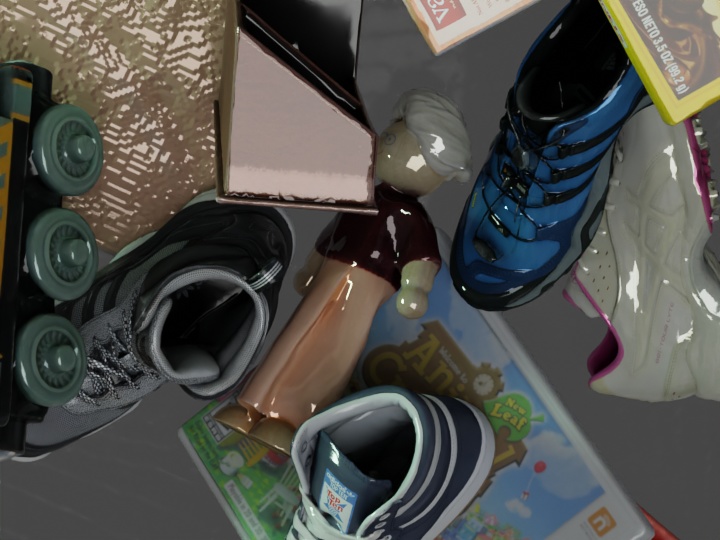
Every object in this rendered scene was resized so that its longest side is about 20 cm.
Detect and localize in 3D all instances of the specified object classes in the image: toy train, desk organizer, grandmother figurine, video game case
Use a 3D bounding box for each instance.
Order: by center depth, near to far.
[{"bbox_3d":[-0.031,-0.091,1.010,0.071,0.200,0.078,4,106,-6],"label":"desk organizer"},{"bbox_3d":[-0.189,-0.011,1.039,0.085,0.114,0.202,-5,76,37],"label":"toy train"},{"bbox_3d":[0.000,0.000,1.091,0.060,0.121,0.201,32,80,-40],"label":"grandmother figurine"},{"bbox_3d":[0.024,0.109,1.112,0.182,0.022,0.201,-38,67,8],"label":"video game case"}]

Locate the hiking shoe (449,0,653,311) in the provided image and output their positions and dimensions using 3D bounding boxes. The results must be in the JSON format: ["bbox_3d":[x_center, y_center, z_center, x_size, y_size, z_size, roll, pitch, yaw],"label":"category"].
[{"bbox_3d":[0.090,-0.068,1.057,0.086,0.074,0.201,1,123,-53],"label":"hiking shoe"}]

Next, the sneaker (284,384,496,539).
[{"bbox_3d":[-0.016,0.140,1.049,0.070,0.108,0.201,35,91,23],"label":"sneaker"}]

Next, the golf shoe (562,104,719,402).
[{"bbox_3d":[0.145,-0.021,1.117,0.091,0.075,0.202,-9,104,9],"label":"golf shoe"}]

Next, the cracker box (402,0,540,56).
[{"bbox_3d":[0.108,-0.175,1.025,0.199,0.134,0.058,-29,96,4],"label":"cracker box"}]

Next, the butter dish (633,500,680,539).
[{"bbox_3d":[0.084,0.212,1.149,0.199,0.148,0.200,40,101,-15],"label":"butter dish"}]

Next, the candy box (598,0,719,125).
[{"bbox_3d":[0.132,-0.176,0.944,0.102,0.026,0.201,-30,96,2],"label":"candy box"}]

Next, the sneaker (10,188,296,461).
[{"bbox_3d":[-0.117,0.039,1.090,0.200,0.114,0.076,-38,107,8],"label":"sneaker"}]
